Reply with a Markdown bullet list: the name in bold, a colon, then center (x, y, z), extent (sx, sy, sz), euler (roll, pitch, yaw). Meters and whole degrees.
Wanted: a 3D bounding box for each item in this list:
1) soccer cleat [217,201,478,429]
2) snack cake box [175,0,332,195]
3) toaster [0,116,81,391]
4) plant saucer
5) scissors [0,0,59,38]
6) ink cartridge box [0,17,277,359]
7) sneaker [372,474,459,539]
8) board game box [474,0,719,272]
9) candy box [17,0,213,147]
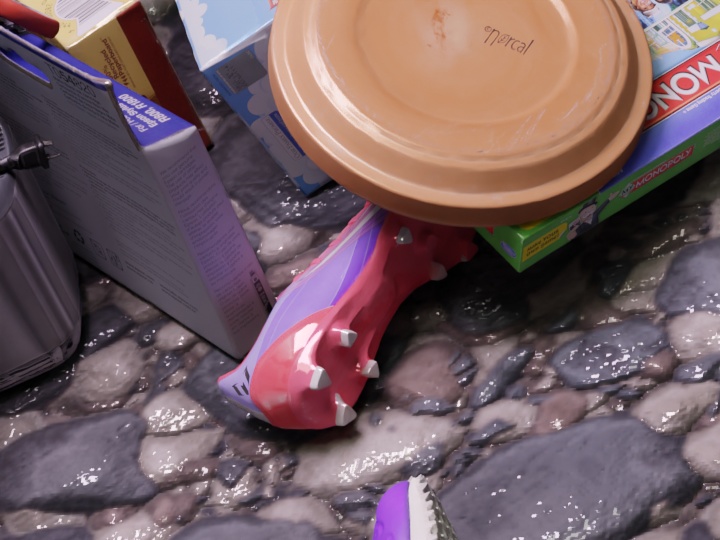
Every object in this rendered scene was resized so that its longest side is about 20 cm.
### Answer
- **soccer cleat**: center (0.000, 0.000, 1.475), extent (0.076, 0.067, 0.200), euler (9, 54, 38)
- **snack cake box**: center (-0.056, -0.151, 1.613), extent (0.067, 0.115, 0.200), euler (-33, 39, 10)
- **toaster**: center (-0.237, -0.001, 1.543), extent (0.199, 0.129, 0.114), euler (-21, 41, 6)
- **plant saucer**: center (0.053, -0.111, 1.441), extent (0.199, 0.032, 0.201), euler (4, 55, -5)
- **scissors**: center (-0.214, -0.152, 1.453), extent (0.073, 0.200, 0.014), euler (29, 92, 14)
- **ink cartridge box**: center (-0.141, -0.066, 1.509), extent (0.041, 0.201, 0.199), euler (-41, 43, -19)
- **sneaker**: center (0.002, 0.179, 1.278), extent (0.099, 0.070, 0.201), euler (-17, 41, 14)
- **board game box**: center (0.117, -0.095, 1.479), extent (0.199, 0.029, 0.135), euler (-31, 58, -25)
- **candy box**: center (-0.172, -0.145, 1.673), extent (0.056, 0.117, 0.200), euler (-36, 42, -11)
